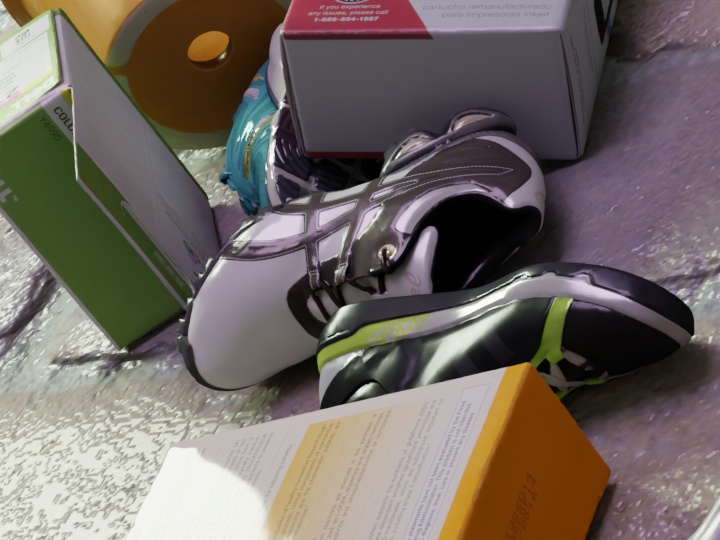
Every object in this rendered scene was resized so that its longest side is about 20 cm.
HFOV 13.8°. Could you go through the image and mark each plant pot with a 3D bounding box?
[{"bbox_3d":[-0.107,-0.172,1.694,0.200,0.200,0.183,-33,44,7],"label":"plant pot"}]

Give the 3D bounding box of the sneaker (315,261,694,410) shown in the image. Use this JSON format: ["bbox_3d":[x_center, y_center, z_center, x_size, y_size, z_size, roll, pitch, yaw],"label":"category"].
[{"bbox_3d":[0.060,0.053,1.299,0.200,0.072,0.083,-12,61,40],"label":"sneaker"}]

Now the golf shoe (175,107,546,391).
[{"bbox_3d":[0.000,0.000,1.413,0.200,0.078,0.095,-36,29,6],"label":"golf shoe"}]

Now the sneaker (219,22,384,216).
[{"bbox_3d":[-0.033,-0.055,1.560,0.080,0.077,0.200,-49,19,19],"label":"sneaker"}]

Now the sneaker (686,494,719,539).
[{"bbox_3d":[0.153,0.122,1.079,0.200,0.075,0.088,-39,39,10],"label":"sneaker"}]

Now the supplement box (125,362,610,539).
[{"bbox_3d":[-0.008,0.123,1.240,0.200,0.074,0.126,-14,36,36],"label":"supplement box"}]

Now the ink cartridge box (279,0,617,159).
[{"bbox_3d":[0.053,-0.148,1.516,0.145,0.083,0.200,0,40,14],"label":"ink cartridge box"}]

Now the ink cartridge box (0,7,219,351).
[{"bbox_3d":[-0.138,-0.026,1.530,0.076,0.148,0.200,-33,28,9],"label":"ink cartridge box"}]
